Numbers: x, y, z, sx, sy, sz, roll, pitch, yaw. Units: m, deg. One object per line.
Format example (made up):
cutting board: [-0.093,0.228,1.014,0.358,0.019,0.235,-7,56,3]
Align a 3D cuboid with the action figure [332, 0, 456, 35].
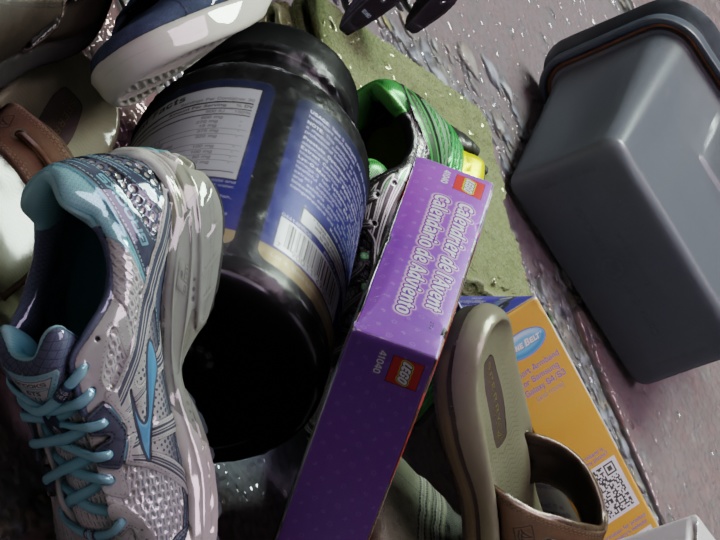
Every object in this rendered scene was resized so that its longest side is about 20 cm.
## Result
action figure: [-0.028,-0.212,1.529,0.200,0.069,0.130,53,19,24]

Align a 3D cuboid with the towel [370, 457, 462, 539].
towel: [0.050,0.209,1.368,0.193,0.034,0.201,44,36,-38]

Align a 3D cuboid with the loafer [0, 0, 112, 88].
loafer: [-0.144,-0.126,1.221,0.073,0.072,0.200,31,30,1]

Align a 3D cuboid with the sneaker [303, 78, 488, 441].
sneaker: [0.000,0.000,1.381,0.085,0.078,0.201,42,45,-40]

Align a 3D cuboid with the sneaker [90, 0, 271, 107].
sneaker: [-0.076,-0.141,1.277,0.085,0.075,0.200,55,33,-8]

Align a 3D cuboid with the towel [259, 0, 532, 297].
towel: [0.020,-0.055,1.536,0.200,0.036,0.149,27,44,-50]

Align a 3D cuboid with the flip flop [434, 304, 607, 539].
flip flop: [0.083,0.105,1.356,0.081,0.057,0.201,-61,142,-56]

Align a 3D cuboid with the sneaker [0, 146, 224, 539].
sneaker: [-0.108,0.051,1.128,0.086,0.077,0.202,4,85,-55]

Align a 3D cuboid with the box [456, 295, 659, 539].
box: [0.090,0.087,1.465,0.201,0.041,0.119,64,-15,-8]

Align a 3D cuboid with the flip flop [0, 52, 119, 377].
flip flop: [-0.130,-0.034,1.208,0.081,0.057,0.200,53,30,-23]

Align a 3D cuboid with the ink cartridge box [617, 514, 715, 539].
ink cartridge box: [0.132,0.239,1.295,0.200,0.147,0.145,51,31,-30]

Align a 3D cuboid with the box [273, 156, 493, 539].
box: [-0.001,0.070,1.228,0.039,0.201,0.137,20,34,0]

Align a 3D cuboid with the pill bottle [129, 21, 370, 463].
pill bottle: [-0.055,-0.020,1.277,0.112,0.111,0.201,51,29,-26]

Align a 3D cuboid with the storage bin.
storage bin: [0.186,-0.039,1.735,0.201,0.145,0.135,56,37,-18]
